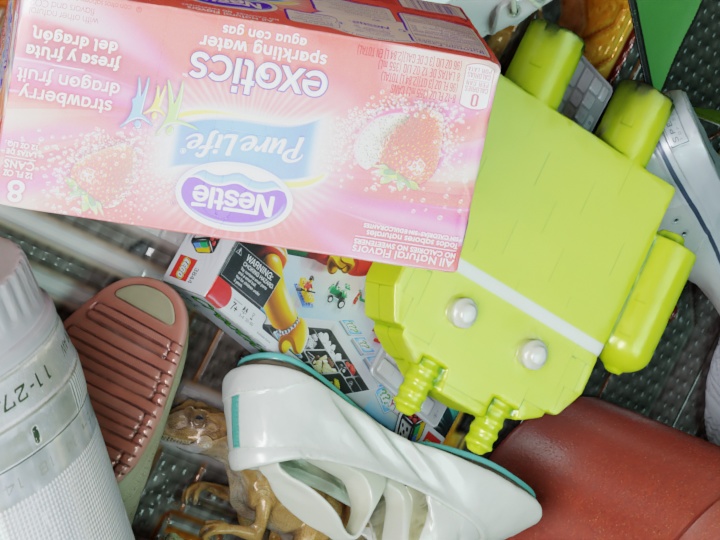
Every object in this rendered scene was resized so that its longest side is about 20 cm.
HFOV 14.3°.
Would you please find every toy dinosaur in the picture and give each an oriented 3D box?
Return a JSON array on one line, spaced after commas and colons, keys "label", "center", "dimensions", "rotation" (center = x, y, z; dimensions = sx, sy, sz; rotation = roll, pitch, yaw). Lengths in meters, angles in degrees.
[{"label": "toy dinosaur", "center": [-0.025, 0.123, 1.414], "dimensions": [0.200, 0.060, 0.107], "rotation": [28, 89, -47]}]

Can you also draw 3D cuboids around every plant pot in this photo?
[{"label": "plant pot", "center": [0.162, 0.170, 1.514], "dimensions": [0.200, 0.195, 0.202], "rotation": [-20, 123, -36]}]

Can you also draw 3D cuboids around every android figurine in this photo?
[{"label": "android figurine", "center": [0.077, -0.012, 1.383], "dimensions": [0.182, 0.041, 0.201], "rotation": [32, 78, -28]}]

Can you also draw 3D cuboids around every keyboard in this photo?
[{"label": "keyboard", "center": [0.066, -0.022, 1.415], "dimensions": [0.056, 0.011, 0.201], "rotation": [44, 68, -45]}]

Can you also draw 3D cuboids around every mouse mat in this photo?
[{"label": "mouse mat", "center": [0.169, -0.200, 1.408], "dimensions": [0.161, 0.007, 0.201], "rotation": [68, 42, -59]}]

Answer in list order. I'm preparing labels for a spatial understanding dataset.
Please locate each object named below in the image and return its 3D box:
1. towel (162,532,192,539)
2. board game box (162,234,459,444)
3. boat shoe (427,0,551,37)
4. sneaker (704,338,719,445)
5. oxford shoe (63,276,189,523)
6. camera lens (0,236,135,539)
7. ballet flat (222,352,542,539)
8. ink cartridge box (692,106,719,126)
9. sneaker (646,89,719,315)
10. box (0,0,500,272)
[{"label": "towel", "center": [-0.136, 0.204, 1.310], "dimensions": [0.036, 0.148, 0.200], "rotation": [36, 82, -1]}, {"label": "board game box", "center": [0.000, 0.000, 1.387], "dimensions": [0.200, 0.034, 0.127], "rotation": [41, 74, -46]}, {"label": "boat shoe", "center": [0.069, -0.155, 1.361], "dimensions": [0.200, 0.067, 0.074], "rotation": [-46, 134, -16]}, {"label": "sneaker", "center": [0.271, 0.024, 1.632], "dimensions": [0.114, 0.075, 0.201], "rotation": [-11, 130, -53]}, {"label": "oxford shoe", "center": [-0.131, 0.096, 1.310], "dimensions": [0.201, 0.071, 0.074], "rotation": [-61, 158, 2]}, {"label": "camera lens", "center": [-0.176, 0.105, 1.170], "dimensions": [0.159, 0.160, 0.201], "rotation": [-27, 111, -31]}, {"label": "ballet flat", "center": [0.007, 0.106, 1.379], "dimensions": [0.200, 0.069, 0.070], "rotation": [31, 88, -36]}, {"label": "ink cartridge box", "center": [0.284, -0.093, 1.533], "dimensions": [0.199, 0.147, 0.076], "rotation": [3, 107, -44]}, {"label": "sneaker", "center": [0.164, -0.028, 1.521], "dimensions": [0.070, 0.073, 0.200], "rotation": [-21, 144, 10]}, {"label": "box", "center": [-0.052, -0.070, 1.201], "dimensions": [0.199, 0.103, 0.095], "rotation": [8, 107, -11]}]
